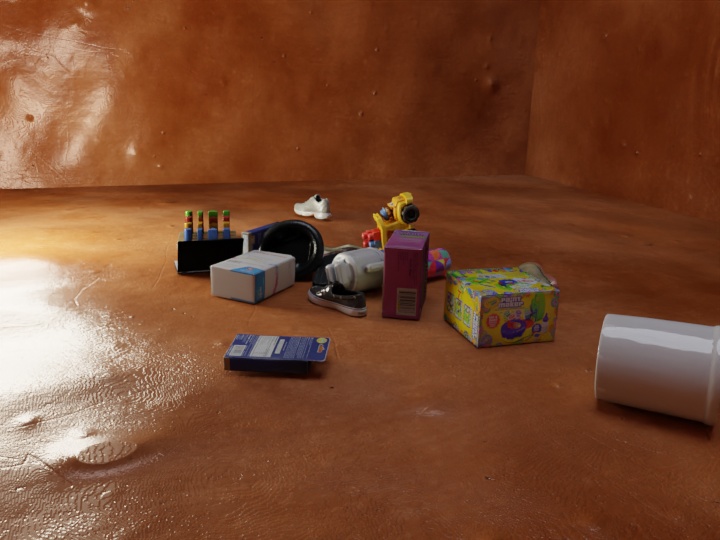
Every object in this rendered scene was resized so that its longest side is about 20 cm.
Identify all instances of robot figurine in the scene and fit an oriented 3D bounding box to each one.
[{"bbox_3d":[0.000,0.000,1.805,0.198,0.115,0.168,-12,4,-41],"label":"robot figurine"}]

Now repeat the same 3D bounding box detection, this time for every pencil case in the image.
[{"bbox_3d":[0.173,-0.010,1.926,0.198,0.090,0.088,-14,22,-37],"label":"pencil case"}]

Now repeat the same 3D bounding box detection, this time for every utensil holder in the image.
[{"bbox_3d":[0.532,0.171,1.183,0.197,0.173,0.169,6,16,27],"label":"utensil holder"}]

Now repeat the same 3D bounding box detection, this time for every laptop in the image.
[{"bbox_3d":[-0.449,-0.057,1.955,0.184,0.118,0.200,-3,17,-19],"label":"laptop"}]

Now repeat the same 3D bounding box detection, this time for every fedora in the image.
[{"bbox_3d":[-0.197,-0.051,1.943,0.197,0.204,0.092,4,-14,10],"label":"fedora"}]

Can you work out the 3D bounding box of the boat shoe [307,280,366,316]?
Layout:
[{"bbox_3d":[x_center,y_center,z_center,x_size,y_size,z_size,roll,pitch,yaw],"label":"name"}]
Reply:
[{"bbox_3d":[-0.061,0.059,1.681,0.069,0.067,0.199,-12,21,-40],"label":"boat shoe"}]

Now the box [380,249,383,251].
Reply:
[{"bbox_3d":[0.067,-0.021,2.021,0.117,0.042,0.199,11,16,30],"label":"box"}]

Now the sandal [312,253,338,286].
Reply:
[{"bbox_3d":[-0.093,0.008,1.909,0.074,0.049,0.201,6,30,14],"label":"sandal"}]

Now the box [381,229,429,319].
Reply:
[{"bbox_3d":[0.117,0.006,1.683,0.095,0.179,0.200,4,15,9],"label":"box"}]

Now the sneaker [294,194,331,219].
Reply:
[{"bbox_3d":[-0.194,-0.271,2.733,0.198,0.094,0.075,14,20,38],"label":"sneaker"}]

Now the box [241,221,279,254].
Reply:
[{"bbox_3d":[-0.289,-0.074,2.017,0.032,0.123,0.199,8,17,24],"label":"box"}]

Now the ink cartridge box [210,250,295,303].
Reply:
[{"bbox_3d":[-0.285,0.013,1.786,0.142,0.086,0.199,10,19,25],"label":"ink cartridge box"}]

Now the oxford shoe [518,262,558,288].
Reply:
[{"bbox_3d":[0.476,0.024,1.854,0.073,0.072,0.200,-7,16,-11],"label":"oxford shoe"}]

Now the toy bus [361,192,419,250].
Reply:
[{"bbox_3d":[0.097,-0.142,2.176,0.188,0.204,0.136,-8,16,-4],"label":"toy bus"}]

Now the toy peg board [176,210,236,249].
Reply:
[{"bbox_3d":[-0.527,-0.144,2.282,0.196,0.100,0.199,-2,16,-11],"label":"toy peg board"}]

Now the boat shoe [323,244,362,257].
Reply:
[{"bbox_3d":[-0.067,-0.032,2.026,0.197,0.073,0.073,4,44,-23],"label":"boat shoe"}]

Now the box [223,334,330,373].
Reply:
[{"bbox_3d":[-0.163,0.167,1.334,0.196,0.033,0.121,1,16,3],"label":"box"}]

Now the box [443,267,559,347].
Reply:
[{"bbox_3d":[0.323,0.080,1.547,0.196,0.124,0.193,-2,16,-16],"label":"box"}]
